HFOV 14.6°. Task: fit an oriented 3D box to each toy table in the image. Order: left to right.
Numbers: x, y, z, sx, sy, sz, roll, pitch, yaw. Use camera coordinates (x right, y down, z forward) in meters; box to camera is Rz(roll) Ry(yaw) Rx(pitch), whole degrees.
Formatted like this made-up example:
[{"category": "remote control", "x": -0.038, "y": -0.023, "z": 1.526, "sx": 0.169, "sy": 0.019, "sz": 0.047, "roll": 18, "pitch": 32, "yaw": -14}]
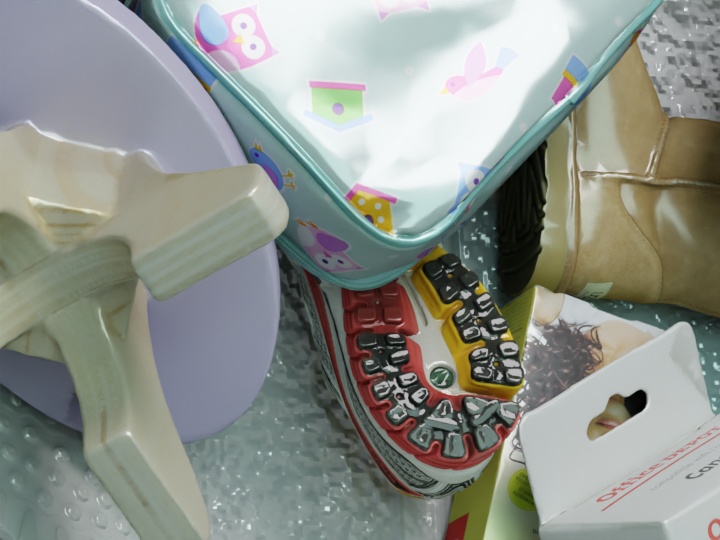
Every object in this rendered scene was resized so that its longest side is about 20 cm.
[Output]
[{"category": "toy table", "x": -0.106, "y": -0.003, "z": 0.954, "sx": 0.184, "sy": 0.117, "sz": 0.200, "roll": -40, "pitch": 108, "yaw": 17}]

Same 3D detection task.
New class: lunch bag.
[{"category": "lunch bag", "x": 0.013, "y": -0.106, "z": 1.055, "sx": 0.160, "sy": 0.077, "sz": 0.200, "roll": 43, "pitch": 63, "yaw": 1}]

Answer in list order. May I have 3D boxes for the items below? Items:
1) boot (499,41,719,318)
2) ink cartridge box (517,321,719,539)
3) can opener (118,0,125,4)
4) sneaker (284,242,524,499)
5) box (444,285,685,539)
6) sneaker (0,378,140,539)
[{"category": "boot", "x": 0.157, "y": -0.055, "z": 1.181, "sx": 0.199, "sy": 0.066, "sz": 0.176, "roll": 6, "pitch": 82, "yaw": -19}, {"category": "ink cartridge box", "x": 0.142, "y": 0.128, "z": 1.073, "sx": 0.116, "sy": 0.067, "sz": 0.201, "roll": -28, "pitch": 103, "yaw": -41}, {"category": "can opener", "x": -0.168, "y": -0.105, "z": 1.029, "sx": 0.199, "sy": 0.079, "sz": 0.064, "roll": -12, "pitch": 52, "yaw": 17}, {"category": "sneaker", "x": 0.000, "y": 0.000, "z": 1.100, "sx": 0.077, "sy": 0.082, "sz": 0.201, "roll": -10, "pitch": 63, "yaw": -15}, {"category": "box", "x": 0.071, "y": 0.113, "z": 1.104, "sx": 0.075, "sy": 0.050, "sz": 0.201, "roll": 18, "pitch": 70, "yaw": -16}, {"category": "sneaker", "x": -0.169, "y": 0.077, "z": 1.015, "sx": 0.199, "sy": 0.080, "sz": 0.077, "roll": 24, "pitch": 39, "yaw": -33}]
